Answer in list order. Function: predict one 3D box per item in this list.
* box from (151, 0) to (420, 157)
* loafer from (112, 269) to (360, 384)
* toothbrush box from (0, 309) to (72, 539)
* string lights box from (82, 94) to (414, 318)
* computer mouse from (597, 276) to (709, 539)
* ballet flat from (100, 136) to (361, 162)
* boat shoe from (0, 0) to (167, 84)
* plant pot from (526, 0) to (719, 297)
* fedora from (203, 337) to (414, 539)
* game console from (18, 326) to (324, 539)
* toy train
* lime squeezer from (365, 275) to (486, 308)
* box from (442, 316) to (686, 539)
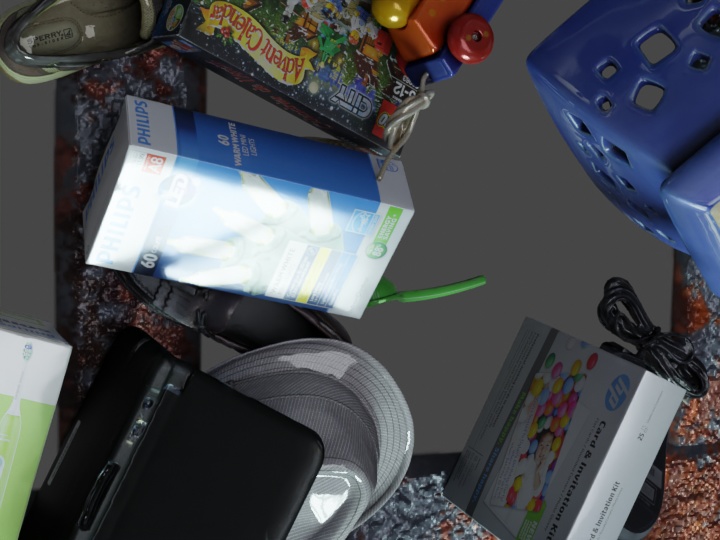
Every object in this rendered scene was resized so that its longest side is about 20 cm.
[{"bbox_3d":[-0.033,-0.179,1.186,0.199,0.038,0.138,25,78,-35],"label":"box"},{"bbox_3d":[-0.081,0.025,1.225,0.199,0.063,0.072,30,88,-23],"label":"loafer"},{"bbox_3d":[-0.292,0.120,1.149,0.144,0.086,0.202,15,95,-22],"label":"toothbrush box"},{"bbox_3d":[-0.076,-0.040,1.161,0.198,0.059,0.103,11,127,-21],"label":"string lights box"},{"bbox_3d":[0.199,0.120,1.325,0.138,0.052,0.201,44,48,-28],"label":"computer mouse"},{"bbox_3d":[-0.081,-0.066,1.202,0.198,0.046,0.068,8,97,-12],"label":"ballet flat"},{"bbox_3d":[-0.149,-0.176,1.162,0.199,0.065,0.074,-29,107,-15],"label":"boat shoe"},{"bbox_3d":[0.263,-0.109,1.217,0.200,0.180,0.200,-39,144,2],"label":"plant pot"},{"bbox_3d":[-0.055,0.149,1.209,0.198,0.091,0.178,-20,120,4],"label":"fedora"},{"bbox_3d":[-0.137,0.162,1.168,0.116,0.176,0.201,27,89,-23],"label":"game console"},{"bbox_3d":[0.027,-0.174,1.162,0.116,0.084,0.201,41,68,-20],"label":"toy train"},{"bbox_3d":[0.000,0.000,1.275,0.199,0.038,0.071,25,59,-22],"label":"lime squeezer"},{"bbox_3d":[0.142,0.128,1.256,0.041,0.200,0.157,25,91,-22],"label":"box"}]
